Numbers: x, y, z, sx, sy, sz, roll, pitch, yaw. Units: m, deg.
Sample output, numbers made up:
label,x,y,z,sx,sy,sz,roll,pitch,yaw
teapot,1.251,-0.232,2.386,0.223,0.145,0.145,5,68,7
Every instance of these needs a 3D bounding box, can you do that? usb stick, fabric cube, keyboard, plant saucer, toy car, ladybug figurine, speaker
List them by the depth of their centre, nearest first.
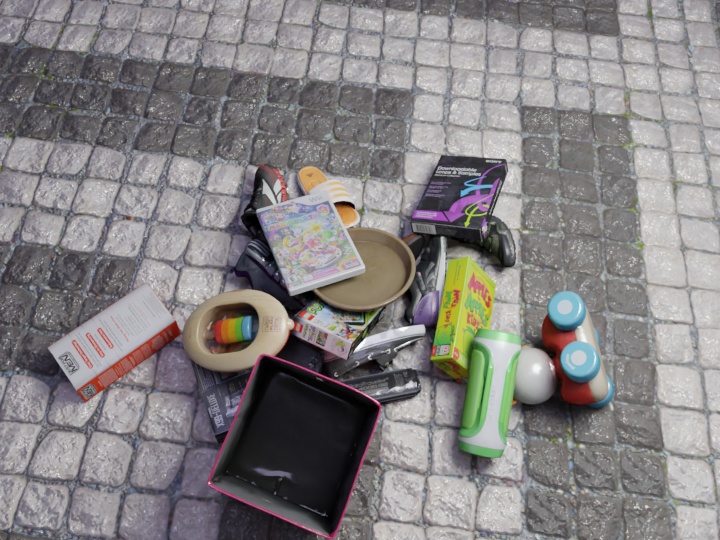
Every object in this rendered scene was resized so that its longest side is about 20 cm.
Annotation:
label,x,y,z,sx,sy,sz,roll,pitch,yaw
fabric cube,-0.094,0.258,1.087,0.193,0.200,0.203,22,79,2
ladybug figurine,-0.198,0.104,1.191,0.196,0.072,0.138,-5,69,19
speaker,0.216,0.203,1.202,0.087,0.088,0.204,10,86,2
keyboard,-0.146,0.122,1.245,0.198,0.040,0.105,32,86,13
toy car,0.317,0.158,1.250,0.197,0.184,0.180,-18,59,19
usb stick,0.007,0.211,1.254,0.196,0.033,0.056,-10,55,-8
plant saucer,0.000,0.000,1.279,0.196,0.030,0.202,-1,47,1

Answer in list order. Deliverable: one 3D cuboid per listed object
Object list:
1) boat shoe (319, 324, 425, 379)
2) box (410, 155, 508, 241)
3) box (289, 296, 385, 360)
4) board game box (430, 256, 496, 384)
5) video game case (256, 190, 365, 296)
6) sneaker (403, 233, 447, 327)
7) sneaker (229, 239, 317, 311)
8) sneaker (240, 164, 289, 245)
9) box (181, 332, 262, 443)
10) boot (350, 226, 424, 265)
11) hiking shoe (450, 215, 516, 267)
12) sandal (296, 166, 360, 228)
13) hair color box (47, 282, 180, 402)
label,x,y,z,sx,sy,sz,roll,pitch,yaw
boat shoe,0.027,0.148,1.274,0.197,0.070,0.067,-14,84,-16
box,0.194,-0.146,1.395,0.141,0.036,0.202,7,49,24
box,-0.033,0.081,1.253,0.109,0.035,0.200,23,23,11
board game box,0.187,0.089,1.289,0.047,0.101,0.203,-12,51,39
video game case,-0.092,-0.054,1.289,0.141,0.018,0.202,-17,53,-14
sneaker,0.119,0.008,1.351,0.086,0.076,0.203,2,61,5
sneaker,-0.149,0.036,1.336,0.200,0.088,0.074,43,23,2
sneaker,-0.187,-0.126,1.393,0.097,0.071,0.203,7,56,-35
box,-0.207,0.175,1.251,0.155,0.050,0.202,-20,64,-13
boot,0.003,-0.061,1.402,0.187,0.069,0.200,-36,56,-21
hiking shoe,0.225,-0.071,1.406,0.099,0.076,0.201,-26,56,-9
sandal,-0.073,-0.157,1.412,0.078,0.060,0.207,-22,50,-19
hair color box,-0.428,0.123,1.261,0.199,0.062,0.102,-36,68,-22
